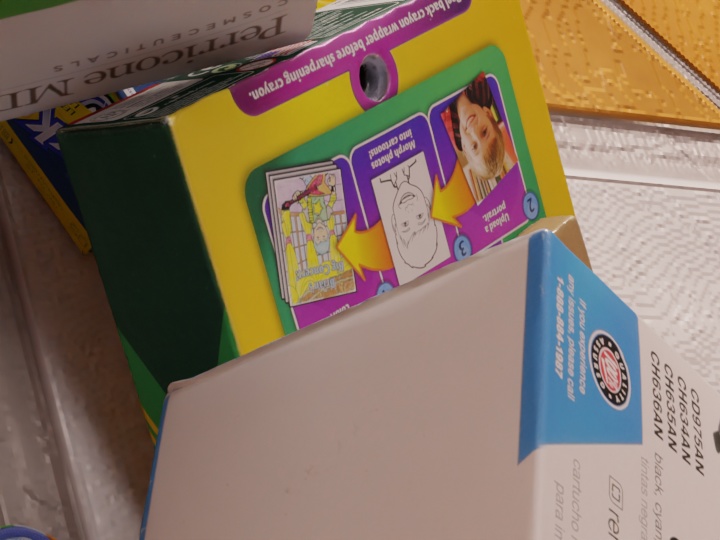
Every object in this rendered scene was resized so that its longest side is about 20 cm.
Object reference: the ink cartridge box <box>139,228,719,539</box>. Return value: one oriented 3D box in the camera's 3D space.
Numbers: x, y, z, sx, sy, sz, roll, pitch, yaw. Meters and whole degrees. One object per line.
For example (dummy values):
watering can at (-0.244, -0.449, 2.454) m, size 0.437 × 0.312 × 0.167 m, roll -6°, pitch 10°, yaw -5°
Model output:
ink cartridge box at (0.051, 0.119, 0.710) m, size 0.200 × 0.144 × 0.148 m, roll 41°, pitch 39°, yaw -35°

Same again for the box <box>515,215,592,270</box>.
box at (0.040, 0.096, 0.862) m, size 0.200 × 0.021 × 0.164 m, roll -38°, pitch 117°, yaw -46°

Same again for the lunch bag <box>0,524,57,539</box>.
lunch bag at (-0.071, 0.178, 0.731) m, size 0.200 × 0.076 × 0.160 m, roll 42°, pitch 37°, yaw -9°

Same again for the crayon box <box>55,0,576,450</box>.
crayon box at (0.000, 0.000, 0.884) m, size 0.200 × 0.058 × 0.173 m, roll -31°, pitch 110°, yaw -48°

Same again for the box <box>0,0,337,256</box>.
box at (-0.043, -0.078, 0.950) m, size 0.200 × 0.064 × 0.070 m, roll -29°, pitch 81°, yaw -48°

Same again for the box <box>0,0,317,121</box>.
box at (-0.128, -0.167, 0.776) m, size 0.198 × 0.171 × 0.201 m, roll -16°, pitch 72°, yaw -11°
